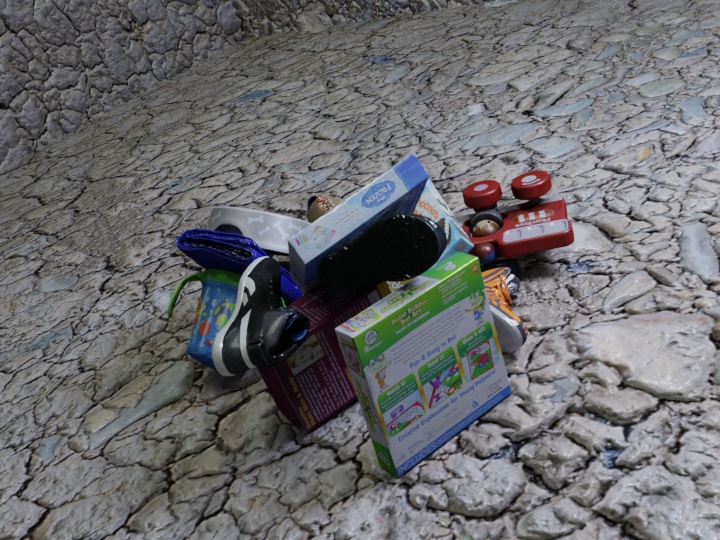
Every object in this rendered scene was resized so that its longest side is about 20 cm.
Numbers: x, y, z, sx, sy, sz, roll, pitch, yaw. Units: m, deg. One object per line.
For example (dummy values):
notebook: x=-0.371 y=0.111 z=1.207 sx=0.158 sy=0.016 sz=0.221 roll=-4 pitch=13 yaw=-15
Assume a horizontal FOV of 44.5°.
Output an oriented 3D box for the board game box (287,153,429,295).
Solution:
board game box: x=-0.007 y=-0.056 z=1.195 sx=0.198 sy=0.044 sz=0.200 roll=-35 pitch=-9 yaw=-10

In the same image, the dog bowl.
dog bowl: x=-0.158 y=-0.057 z=1.425 sx=0.196 sy=0.060 sz=0.200 roll=10 pitch=-5 yaw=1

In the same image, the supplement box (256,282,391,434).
supplement box: x=-0.042 y=0.103 z=1.215 sx=0.198 sy=0.132 sz=0.103 roll=-33 pitch=28 yaw=-18

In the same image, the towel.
towel: x=-0.178 y=-0.004 z=1.362 sx=0.145 sy=0.200 sz=0.050 roll=13 pitch=72 yaw=26

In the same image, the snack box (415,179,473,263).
snack box: x=0.101 y=-0.063 z=1.451 sx=0.116 sy=0.037 sz=0.201 roll=-47 pitch=37 yaw=17

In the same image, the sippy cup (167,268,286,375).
sippy cup: x=-0.200 y=0.085 z=1.350 sx=0.175 sy=0.140 sz=0.132 roll=10 pitch=71 yaw=30

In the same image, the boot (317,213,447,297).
boot: x=0.061 y=-0.034 z=1.108 sx=0.199 sy=0.078 sz=0.167 roll=-24 pitch=0 yaw=42

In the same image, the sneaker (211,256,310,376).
sneaker: x=-0.108 y=0.055 z=1.144 sx=0.110 sy=0.074 sz=0.202 roll=-9 pitch=39 yaw=24

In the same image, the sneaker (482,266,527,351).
sneaker: x=0.197 y=0.043 z=1.265 sx=0.111 sy=0.079 sz=0.199 roll=-28 pitch=28 yaw=-19

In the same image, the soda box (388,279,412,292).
soda box: x=0.076 y=0.047 z=1.282 sx=0.068 sy=0.064 sz=0.200 roll=-49 pitch=42 yaw=-1

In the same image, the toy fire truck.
toy fire truck: x=0.240 y=-0.070 z=1.417 sx=0.196 sy=0.114 sz=0.169 roll=-10 pitch=25 yaw=16

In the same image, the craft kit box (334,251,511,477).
craft kit box: x=0.082 y=0.112 z=1.064 sx=0.198 sy=0.200 sz=0.048 roll=-30 pitch=29 yaw=-26

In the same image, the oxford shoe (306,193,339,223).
oxford shoe: x=-0.056 y=-0.087 z=1.475 sx=0.070 sy=0.076 sz=0.200 roll=-31 pitch=15 yaw=-13

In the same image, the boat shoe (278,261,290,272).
boat shoe: x=-0.080 y=0.021 z=1.502 sx=0.196 sy=0.069 sz=0.072 roll=-4 pitch=20 yaw=-11

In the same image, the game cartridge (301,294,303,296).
game cartridge: x=-0.014 y=0.032 z=1.409 sx=0.131 sy=0.041 sz=0.201 roll=13 pitch=38 yaw=11

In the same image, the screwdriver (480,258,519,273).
screwdriver: x=0.159 y=0.010 z=1.422 sx=0.197 sy=0.028 sz=0.029 roll=-12 pitch=-5 yaw=20

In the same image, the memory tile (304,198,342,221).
memory tile: x=-0.059 y=-0.079 z=1.608 sx=0.151 sy=0.017 sz=0.200 roll=1 pitch=33 yaw=41
